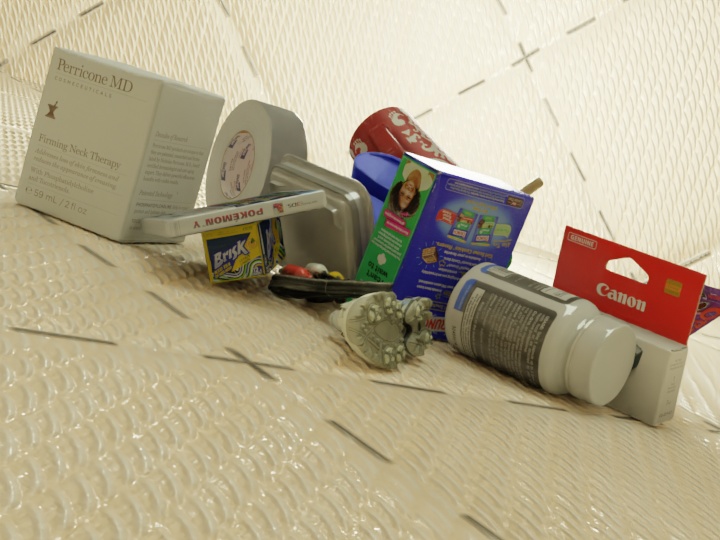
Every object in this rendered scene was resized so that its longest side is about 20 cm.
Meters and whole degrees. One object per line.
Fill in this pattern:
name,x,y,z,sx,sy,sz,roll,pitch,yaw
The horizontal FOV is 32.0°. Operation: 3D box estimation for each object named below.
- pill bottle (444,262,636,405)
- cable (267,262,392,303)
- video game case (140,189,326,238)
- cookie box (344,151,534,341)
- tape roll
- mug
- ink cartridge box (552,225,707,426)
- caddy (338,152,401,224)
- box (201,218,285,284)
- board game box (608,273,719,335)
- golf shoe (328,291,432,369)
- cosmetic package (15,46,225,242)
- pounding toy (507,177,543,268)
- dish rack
pill bottle,0.204,0.073,1.430,0.199,0.114,0.113,24,10,38
cable,-0.038,0.008,1.437,0.097,0.051,0.200,11,-9,-25
video game case,-0.151,-0.066,1.448,0.181,0.023,0.200,-12,6,-17
cookie box,0.095,-0.022,1.513,0.170,0.201,0.075,11,15,-40
tape roll,-0.158,-0.151,1.881,0.066,0.202,0.200,12,9,-33
mug,0.078,-0.146,1.780,0.133,0.178,0.200,-23,55,-18
ink cartridge box,0.288,0.060,1.460,0.199,0.177,0.045,23,21,40
caddy,0.031,-0.062,1.623,0.200,0.105,0.141,32,51,31
box,-0.137,-0.031,1.506,0.070,0.065,0.200,-9,7,4
board game box,0.338,0.075,1.526,0.119,0.200,0.032,8,53,-38
golf shoe,0.005,0.061,1.302,0.097,0.079,0.200,2,-4,20
cosmetic package,-0.300,-0.155,1.580,0.166,0.201,0.166,19,8,20
pounding toy,0.158,-0.059,1.864,0.199,0.185,0.142,21,-12,24
dish rack,-0.055,-0.045,1.580,0.043,0.173,0.200,-21,30,-30
